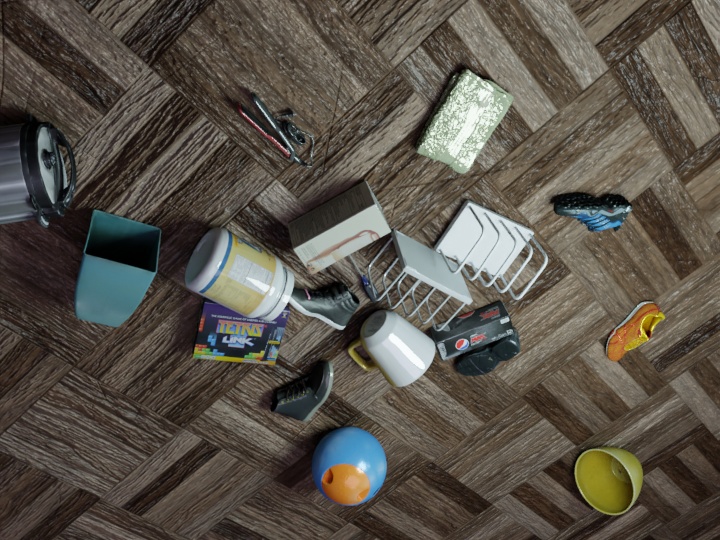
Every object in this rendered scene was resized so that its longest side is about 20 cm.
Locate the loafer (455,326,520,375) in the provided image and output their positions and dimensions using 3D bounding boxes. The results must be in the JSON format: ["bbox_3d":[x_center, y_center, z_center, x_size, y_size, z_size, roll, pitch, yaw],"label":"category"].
[{"bbox_3d":[0.333,0.212,1.880,0.199,0.073,0.073,-31,111,34],"label":"loafer"}]

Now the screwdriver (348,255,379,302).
[{"bbox_3d":[0.000,0.000,1.679,0.029,0.028,0.201,-42,128,-21],"label":"screwdriver"}]

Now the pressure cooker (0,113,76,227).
[{"bbox_3d":[-0.617,-0.174,1.314,0.198,0.179,0.177,-10,123,-6],"label":"pressure cooker"}]

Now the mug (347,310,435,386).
[{"bbox_3d":[0.064,0.188,1.758,0.186,0.150,0.153,-41,116,8],"label":"mug"}]

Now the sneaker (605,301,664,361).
[{"bbox_3d":[0.730,0.173,1.945,0.072,0.077,0.201,14,122,-24],"label":"sneaker"}]

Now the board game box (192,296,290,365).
[{"bbox_3d":[-0.279,0.135,1.687,0.198,0.057,0.166,7,124,-18],"label":"board game box"}]

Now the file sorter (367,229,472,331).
[{"bbox_3d":[0.129,0.029,1.663,0.199,0.139,0.125,27,118,-28],"label":"file sorter"}]

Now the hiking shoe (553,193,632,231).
[{"bbox_3d":[0.537,-0.126,1.689,0.198,0.075,0.087,1,124,-14],"label":"hiking shoe"}]

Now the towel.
[{"bbox_3d":[0.214,-0.307,1.508,0.147,0.037,0.201,20,118,-24],"label":"towel"}]

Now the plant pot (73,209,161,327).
[{"bbox_3d":[-0.512,0.011,1.499,0.140,0.142,0.201,16,127,-23],"label":"plant pot"}]

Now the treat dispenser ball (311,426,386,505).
[{"bbox_3d":[-0.030,0.518,1.926,0.199,0.202,0.202,-6,126,-9],"label":"treat dispenser ball"}]

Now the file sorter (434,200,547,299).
[{"bbox_3d":[0.300,-0.040,1.653,0.199,0.125,0.139,21,117,-25],"label":"file sorter"}]

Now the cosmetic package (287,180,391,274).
[{"bbox_3d":[-0.047,-0.091,1.557,0.199,0.104,0.087,-28,128,9],"label":"cosmetic package"}]

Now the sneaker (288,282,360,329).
[{"bbox_3d":[-0.085,0.059,1.676,0.199,0.071,0.099,28,112,-35],"label":"sneaker"}]

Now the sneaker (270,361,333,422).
[{"bbox_3d":[-0.147,0.303,1.823,0.105,0.075,0.201,15,121,-26],"label":"sneaker"}]

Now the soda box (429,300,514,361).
[{"bbox_3d":[0.279,0.151,1.822,0.198,0.071,0.064,-21,124,3],"label":"soda box"}]

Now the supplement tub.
[{"bbox_3d":[-0.257,0.013,1.552,0.199,0.145,0.145,30,114,-30],"label":"supplement tub"}]

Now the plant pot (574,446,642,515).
[{"bbox_3d":[0.781,0.623,2.221,0.141,0.200,0.201,-12,132,-40],"label":"plant pot"}]

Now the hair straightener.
[{"bbox_3d":[-0.151,-0.279,1.436,0.077,0.041,0.200,-37,124,13],"label":"hair straightener"}]
